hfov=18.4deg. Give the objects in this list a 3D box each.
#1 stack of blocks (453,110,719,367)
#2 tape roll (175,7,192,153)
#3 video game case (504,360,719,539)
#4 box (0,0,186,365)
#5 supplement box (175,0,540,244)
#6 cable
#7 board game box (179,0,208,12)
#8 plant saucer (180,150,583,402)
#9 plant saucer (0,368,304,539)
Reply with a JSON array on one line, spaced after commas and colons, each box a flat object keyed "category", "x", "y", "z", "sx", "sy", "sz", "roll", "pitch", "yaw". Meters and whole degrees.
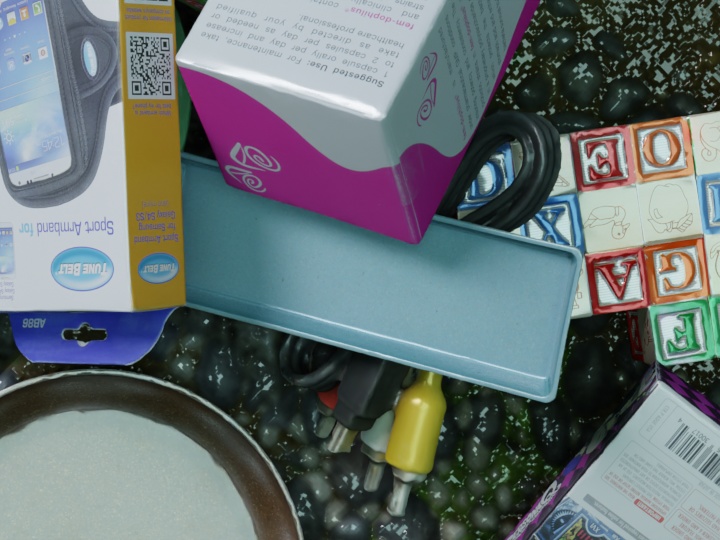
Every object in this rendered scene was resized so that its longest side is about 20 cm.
[{"category": "stack of blocks", "x": 0.142, "y": -0.014, "z": 1.057, "sx": 0.199, "sy": 0.059, "sz": 0.116, "roll": -8, "pitch": 92, "yaw": -6}, {"category": "tape roll", "x": -0.177, "y": -0.083, "z": 1.025, "sx": 0.200, "sy": 0.048, "sz": 0.201, "roll": 0, "pitch": 91, "yaw": -6}, {"category": "video game case", "x": 0.161, "y": 0.171, "z": 1.049, "sx": 0.200, "sy": 0.036, "sz": 0.181, "roll": 36, "pitch": 107, "yaw": -6}, {"category": "box", "x": -0.133, "y": -0.059, "z": 0.954, "sx": 0.119, "sy": 0.041, "sz": 0.201, "roll": -1, "pitch": 90, "yaw": 37}, {"category": "supplement box", "x": 0.016, "y": -0.128, "z": 0.967, "sx": 0.103, "sy": 0.101, "sz": 0.200, "roll": 17, "pitch": 64, "yaw": 20}, {"category": "cable", "x": 0.028, "y": 0.008, "z": 1.023, "sx": 0.050, "sy": 0.097, "sz": 0.200, "roll": 12, "pitch": 112, "yaw": -47}, {"category": "board game box", "x": -0.025, "y": -0.205, "z": 1.000, "sx": 0.029, "sy": 0.134, "sz": 0.201, "roll": 18, "pitch": 89, "yaw": 27}, {"category": "plant saucer", "x": 0.000, "y": 0.000, "z": 0.987, "sx": 0.199, "sy": 0.019, "sz": 0.070, "roll": 15, "pitch": 104, "yaw": 19}, {"category": "plant saucer", "x": -0.125, "y": 0.145, "z": 1.045, "sx": 0.199, "sy": 0.032, "sz": 0.201, "roll": 0, "pitch": 92, "yaw": -7}]
